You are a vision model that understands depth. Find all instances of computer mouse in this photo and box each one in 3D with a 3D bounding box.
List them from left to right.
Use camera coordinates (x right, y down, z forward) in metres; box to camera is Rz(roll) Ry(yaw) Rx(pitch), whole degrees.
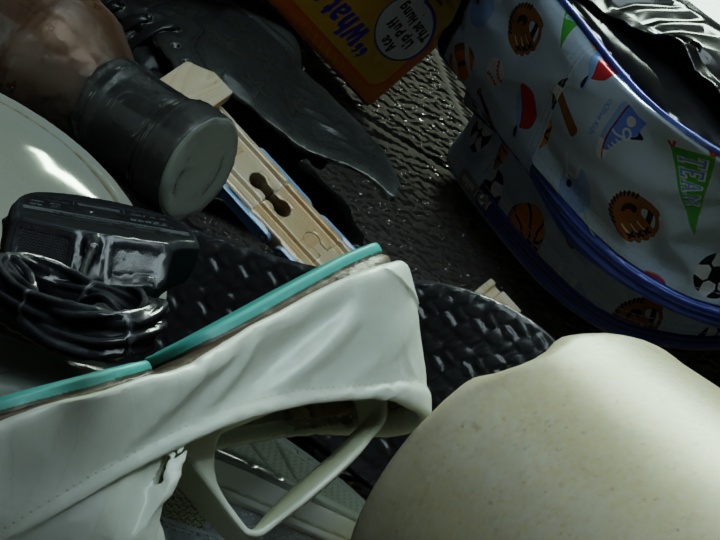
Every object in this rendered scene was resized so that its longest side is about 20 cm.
[{"bbox_3d":[-0.075,0.008,0.653,0.058,0.034,0.200,10,7,-6],"label":"computer mouse"}]

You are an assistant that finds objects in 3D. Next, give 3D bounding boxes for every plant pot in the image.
[{"bbox_3d":[0.094,0.119,0.671,0.199,0.202,0.184,1,31,-36],"label":"plant pot"}]

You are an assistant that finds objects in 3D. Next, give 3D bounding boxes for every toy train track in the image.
[{"bbox_3d":[0.000,0.000,0.844,0.200,0.033,0.115,47,48,6],"label":"toy train track"}]

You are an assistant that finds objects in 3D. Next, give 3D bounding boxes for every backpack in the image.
[{"bbox_3d":[0.136,-0.054,0.955,0.199,0.155,0.191,-2,35,-29],"label":"backpack"}]

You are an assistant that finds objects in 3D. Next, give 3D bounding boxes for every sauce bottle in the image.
[{"bbox_3d":[-0.128,-0.082,0.850,0.199,0.065,0.065,34,32,25],"label":"sauce bottle"}]

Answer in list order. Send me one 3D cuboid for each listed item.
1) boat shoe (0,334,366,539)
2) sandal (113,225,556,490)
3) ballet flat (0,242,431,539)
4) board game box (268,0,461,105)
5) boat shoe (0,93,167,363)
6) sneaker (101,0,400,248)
[{"bbox_3d":[-0.084,0.066,0.718,0.201,0.065,0.074,18,10,-25],"label":"boat shoe"},{"bbox_3d":[-0.007,0.033,0.798,0.199,0.076,0.045,21,-12,14],"label":"sandal"},{"bbox_3d":[-0.054,0.050,0.651,0.199,0.070,0.069,-21,56,-37],"label":"ballet flat"},{"bbox_3d":[-0.012,-0.235,0.977,0.200,0.200,0.200,52,5,33],"label":"board game box"},{"bbox_3d":[-0.149,-0.027,0.786,0.199,0.062,0.075,35,35,12],"label":"boat shoe"},{"bbox_3d":[-0.080,-0.080,0.910,0.199,0.060,0.105,24,29,-17],"label":"sneaker"}]
